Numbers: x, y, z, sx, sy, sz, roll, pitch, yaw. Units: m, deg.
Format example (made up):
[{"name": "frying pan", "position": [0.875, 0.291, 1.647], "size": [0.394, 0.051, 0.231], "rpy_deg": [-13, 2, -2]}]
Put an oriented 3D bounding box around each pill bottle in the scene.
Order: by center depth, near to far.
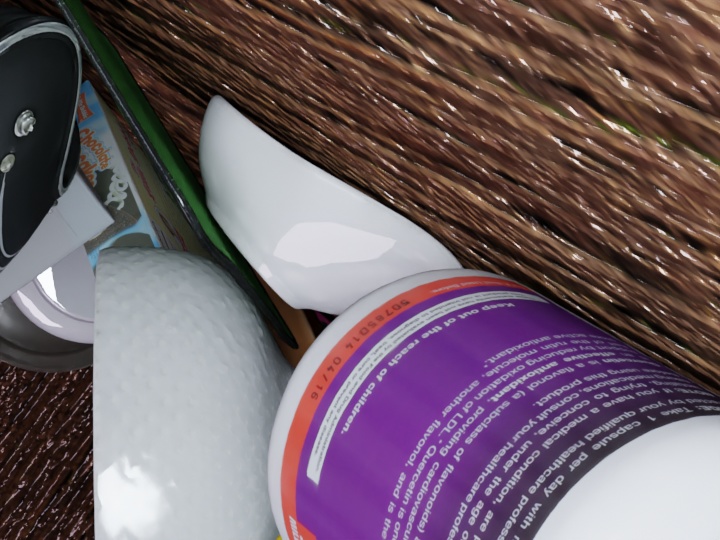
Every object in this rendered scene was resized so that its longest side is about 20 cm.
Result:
[{"name": "pill bottle", "position": [0.061, 0.077, 0.654], "size": [0.112, 0.113, 0.200], "rpy_deg": [44, 173, -32]}, {"name": "pill bottle", "position": [-0.162, -0.013, 1.426], "size": [0.112, 0.112, 0.200], "rpy_deg": [42, 175, -7]}]

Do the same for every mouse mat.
[{"name": "mouse mat", "position": [-0.079, -0.055, 0.873], "size": [0.161, 0.008, 0.200], "rpy_deg": [58, 179, 17]}]

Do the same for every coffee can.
[{"name": "coffee can", "position": [-0.224, -0.009, 1.689], "size": [0.146, 0.146, 0.200], "rpy_deg": [42, 175, -10]}]

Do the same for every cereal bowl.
[{"name": "cereal bowl", "position": [-0.061, 0.088, 0.947], "size": [0.083, 0.201, 0.200], "rpy_deg": [-2, 176, -4]}]

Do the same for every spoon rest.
[{"name": "spoon rest", "position": [0.000, 0.000, 0.826], "size": [0.099, 0.061, 0.200], "rpy_deg": [48, -175, -40]}]

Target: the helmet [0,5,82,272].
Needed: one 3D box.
[{"name": "helmet", "position": [-0.203, -0.063, 0.901], "size": [0.200, 0.200, 0.191], "rpy_deg": [39, 151, 13]}]

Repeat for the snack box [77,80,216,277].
[{"name": "snack box", "position": [-0.096, 0.001, 1.152], "size": [0.116, 0.037, 0.200], "rpy_deg": [54, -176, -36]}]

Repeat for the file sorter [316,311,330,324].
[{"name": "file sorter", "position": [-0.036, 0.100, 1.379], "size": [0.200, 0.125, 0.139], "rpy_deg": [40, 174, 13]}]

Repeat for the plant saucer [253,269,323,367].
[{"name": "plant saucer", "position": [-0.017, 0.065, 1.086], "size": [0.201, 0.032, 0.200], "rpy_deg": [64, 179, 2]}]

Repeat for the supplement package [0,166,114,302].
[{"name": "supplement package", "position": [-0.252, -0.049, 1.096], "size": [0.152, 0.200, 0.151], "rpy_deg": [57, 176, -40]}]

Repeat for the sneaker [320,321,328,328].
[{"name": "sneaker", "position": [0.002, 0.073, 1.234], "size": [0.200, 0.080, 0.074], "rpy_deg": [25, 149, -20]}]

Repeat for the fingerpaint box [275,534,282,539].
[{"name": "fingerpaint box", "position": [0.065, 0.139, 0.821], "size": [0.200, 0.167, 0.073], "rpy_deg": [39, 174, 26]}]
